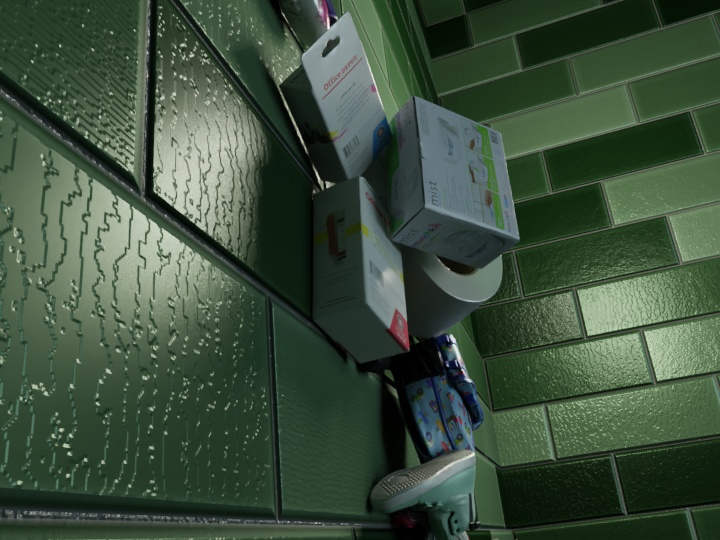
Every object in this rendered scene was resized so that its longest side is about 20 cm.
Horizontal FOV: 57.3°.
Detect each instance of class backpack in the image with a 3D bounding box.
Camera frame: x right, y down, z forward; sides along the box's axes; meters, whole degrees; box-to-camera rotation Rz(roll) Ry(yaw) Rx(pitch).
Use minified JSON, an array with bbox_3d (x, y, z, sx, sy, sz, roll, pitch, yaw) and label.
[{"bbox_3d":[0.134,0.235,1.091,0.202,0.131,0.185,-106,175,-51],"label":"backpack"}]

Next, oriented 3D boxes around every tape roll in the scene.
[{"bbox_3d":[0.124,-0.007,1.123,0.198,0.139,0.208,18,52,-25],"label":"tape roll"}]

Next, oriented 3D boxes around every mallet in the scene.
[{"bbox_3d":[0.008,0.058,1.013,0.066,0.040,0.206,42,35,-64],"label":"mallet"}]

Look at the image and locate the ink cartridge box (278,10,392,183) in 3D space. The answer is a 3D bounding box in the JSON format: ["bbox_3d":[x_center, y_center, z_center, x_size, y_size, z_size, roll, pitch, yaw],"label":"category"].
[{"bbox_3d":[-0.036,-0.236,0.912,0.116,0.067,0.203,-50,137,-27],"label":"ink cartridge box"}]

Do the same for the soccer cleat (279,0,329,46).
[{"bbox_3d":[-0.104,-0.401,0.909,0.087,0.068,0.204,-57,133,-49],"label":"soccer cleat"}]

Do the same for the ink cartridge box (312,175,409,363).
[{"bbox_3d":[0.000,0.000,0.904,0.145,0.081,0.205,48,33,-50],"label":"ink cartridge box"}]

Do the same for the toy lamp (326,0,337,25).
[{"bbox_3d":[-0.053,-0.346,1.064,0.058,0.056,0.207,-5,84,-75],"label":"toy lamp"}]

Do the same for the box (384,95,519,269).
[{"bbox_3d":[0.131,-0.130,0.978,0.172,0.097,0.205,14,57,-26],"label":"box"}]

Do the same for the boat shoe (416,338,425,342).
[{"bbox_3d":[0.127,0.111,1.367,0.201,0.069,0.072,54,19,-40],"label":"boat shoe"}]

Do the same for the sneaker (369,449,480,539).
[{"bbox_3d":[0.099,0.339,0.932,0.196,0.073,0.122,-6,91,-39],"label":"sneaker"}]

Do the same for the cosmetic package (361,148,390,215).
[{"bbox_3d":[0.087,-0.129,1.047,0.195,0.052,0.155,14,58,-28],"label":"cosmetic package"}]

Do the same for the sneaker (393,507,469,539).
[{"bbox_3d":[0.106,0.412,1.031,0.202,0.079,0.076,55,40,-26],"label":"sneaker"}]

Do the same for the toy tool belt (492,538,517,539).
[{"bbox_3d":[0.328,0.732,1.534,0.203,0.119,0.127,-86,158,-47],"label":"toy tool belt"}]
